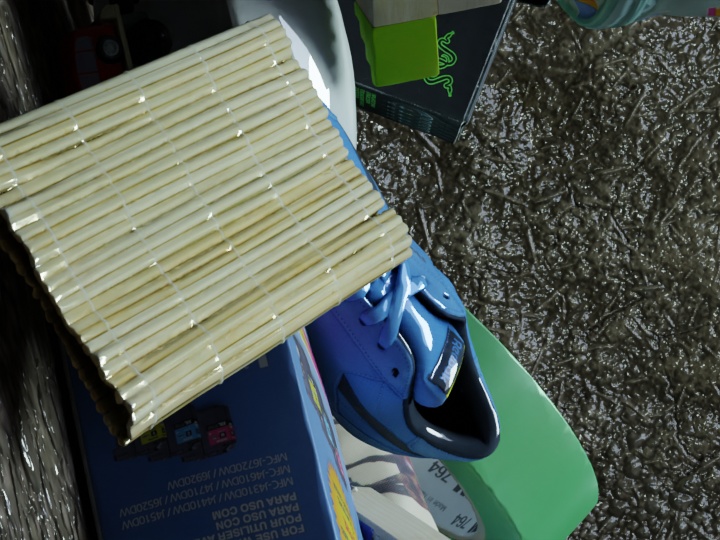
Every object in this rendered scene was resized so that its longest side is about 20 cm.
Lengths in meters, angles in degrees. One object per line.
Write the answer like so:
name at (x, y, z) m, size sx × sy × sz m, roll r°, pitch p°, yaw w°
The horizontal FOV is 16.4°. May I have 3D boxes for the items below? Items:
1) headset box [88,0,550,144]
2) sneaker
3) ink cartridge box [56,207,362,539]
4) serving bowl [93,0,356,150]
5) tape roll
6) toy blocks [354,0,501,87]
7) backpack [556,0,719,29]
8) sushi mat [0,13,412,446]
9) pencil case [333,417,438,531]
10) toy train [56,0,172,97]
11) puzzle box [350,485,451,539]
headset box at (-0.003, -0.169, 1.119) m, size 0.093 × 0.200 × 0.174 m, roll 94°, pitch 18°, yaw -88°
sneaker at (0.000, 0.000, 0.890) m, size 0.078 × 0.066 × 0.200 m, roll 25°, pitch -24°, yaw 39°
ink cartridge box at (-0.036, 0.101, 0.800) m, size 0.136 × 0.076 × 0.200 m, roll 72°, pitch 5°, yaw -62°
serving bowl at (-0.047, -0.075, 0.995) m, size 0.200 × 0.066 × 0.200 m, roll 170°, pitch -90°, yaw -71°
tape roll at (0.015, 0.053, 1.105) m, size 0.200 × 0.048 × 0.200 m, roll 41°, pitch -14°, yaw 13°
toy blocks at (0.005, -0.190, 0.923) m, size 0.137 × 0.100 × 0.200 m, roll -119°, pitch -160°, yaw -55°
backpack at (0.074, -0.155, 0.686) m, size 0.200 × 0.153 × 0.176 m, roll -137°, pitch -132°, yaw -60°
sushi mat at (-0.047, -0.020, 0.755) m, size 0.096 × 0.012 × 0.200 m, roll 56°, pitch 29°, yaw 0°
pencil case at (0.002, 0.148, 0.977) m, size 0.078 × 0.089 × 0.200 m, roll 79°, pitch -10°, yaw -61°
toy train at (-0.095, -0.075, 0.961) m, size 0.034 × 0.046 × 0.200 m, roll 151°, pitch -73°, yaw -69°
puzzle box at (0.030, 0.166, 0.838) m, size 0.200 × 0.025 × 0.133 m, roll 26°, pitch -73°, yaw 56°
